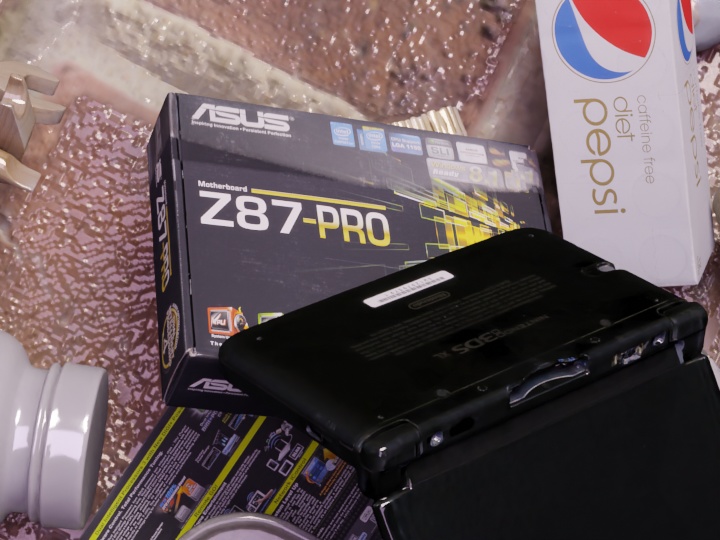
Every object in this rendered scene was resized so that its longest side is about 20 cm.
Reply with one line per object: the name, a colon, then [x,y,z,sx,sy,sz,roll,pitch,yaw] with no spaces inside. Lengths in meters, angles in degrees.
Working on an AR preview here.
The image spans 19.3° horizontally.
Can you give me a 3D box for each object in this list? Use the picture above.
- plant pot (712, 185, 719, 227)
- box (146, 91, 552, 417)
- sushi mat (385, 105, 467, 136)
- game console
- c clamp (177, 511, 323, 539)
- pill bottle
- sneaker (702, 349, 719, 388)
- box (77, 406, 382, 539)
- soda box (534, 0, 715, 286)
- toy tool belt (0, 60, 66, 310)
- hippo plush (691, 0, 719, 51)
plant pot: [0.276,0.010,1.054,0.187,0.187,0.200,-37,71,-5]
box: [0.000,0.000,1.028,0.200,0.049,0.161,8,49,-19]
sushi mat: [0.045,0.016,1.100,0.096,0.012,0.200,-18,82,-24]
game console: [0.062,0.082,0.947,0.200,0.176,0.116,-20,124,-35]
c clamp: [-0.032,0.198,0.937,0.171,0.027,0.200,34,84,-4]
pill bottle: [-0.231,0.076,1.056,0.200,0.109,0.109,8,84,-1]
sneaker: [0.157,0.092,1.081,0.200,0.078,0.099,41,88,4]
box: [-0.065,0.153,1.020,0.160,0.044,0.200,28,82,41]
soda box: [0.131,-0.094,1.052,0.068,0.064,0.200,-2,110,19]
toy tool belt: [-0.210,-0.064,1.071,0.123,0.125,0.200,28,49,-11]
hippo plush: [0.205,-0.192,1.068,0.200,0.161,0.159,39,84,3]
